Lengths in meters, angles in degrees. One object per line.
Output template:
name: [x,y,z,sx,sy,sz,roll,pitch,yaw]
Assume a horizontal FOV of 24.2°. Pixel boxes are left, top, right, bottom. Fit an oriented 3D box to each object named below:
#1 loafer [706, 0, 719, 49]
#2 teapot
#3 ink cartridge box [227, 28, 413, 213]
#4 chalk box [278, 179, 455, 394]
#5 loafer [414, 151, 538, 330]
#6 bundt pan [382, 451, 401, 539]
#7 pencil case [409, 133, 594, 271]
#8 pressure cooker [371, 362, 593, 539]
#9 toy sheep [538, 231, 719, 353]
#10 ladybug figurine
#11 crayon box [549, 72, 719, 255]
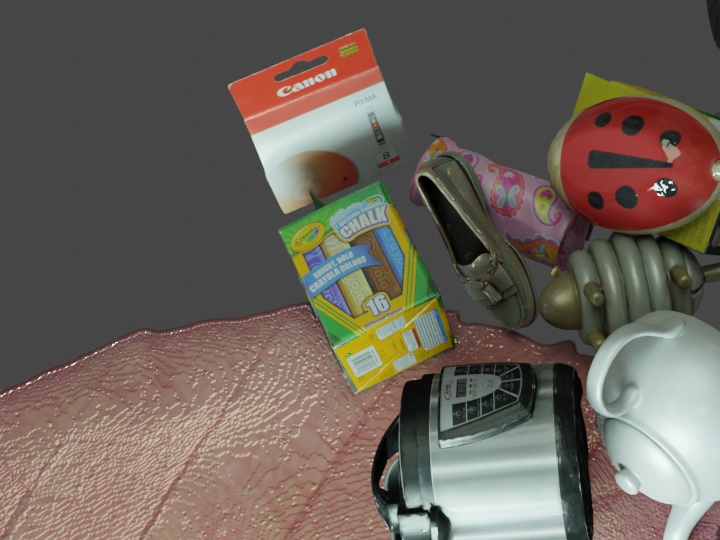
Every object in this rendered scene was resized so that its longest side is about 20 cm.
loafer: [0.425,-0.266,1.840,0.062,0.072,0.202,-1,67,-10]
teapot: [0.285,0.143,1.545,0.200,0.198,0.146,45,72,6]
ink cartridge box: [-0.038,-0.157,1.806,0.161,0.200,0.050,-22,60,1]
chalk box: [0.000,0.000,1.758,0.123,0.125,0.201,-25,61,0]
loafer: [0.113,-0.024,1.734,0.072,0.063,0.201,-28,88,40]
bundt pan: [0.124,0.232,1.632,0.200,0.076,0.204,-5,61,10]
pencil case: [0.150,-0.073,1.785,0.199,0.088,0.088,26,71,25]
pressure cooker: [0.108,0.177,1.522,0.198,0.176,0.181,-6,78,12]
toy sheep: [0.275,0.022,1.679,0.198,0.138,0.139,-7,61,-2]
ladybug figurine: [0.262,-0.104,1.630,0.199,0.072,0.137,2,89,40]
crayon box: [0.296,-0.110,1.682,0.199,0.051,0.128,28,106,36]
